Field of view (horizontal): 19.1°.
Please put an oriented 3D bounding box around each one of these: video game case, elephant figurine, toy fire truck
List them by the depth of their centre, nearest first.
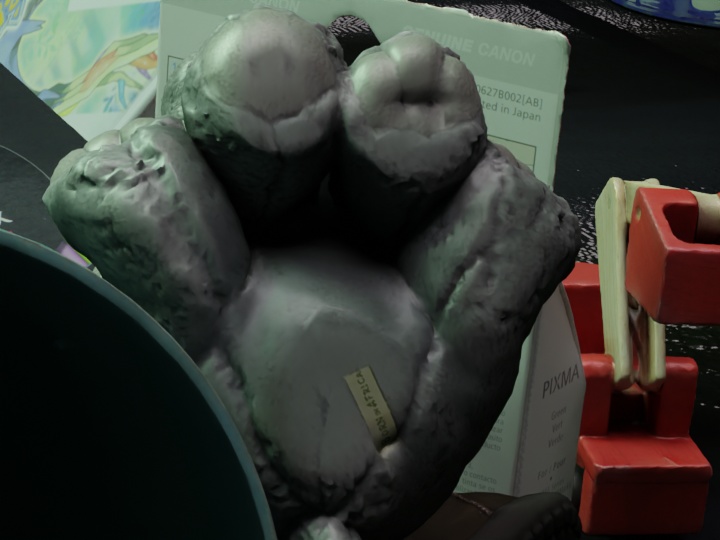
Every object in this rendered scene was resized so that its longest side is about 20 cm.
[{"bbox_3d":[-0.025,0.013,0.605,0.141,0.155,0.200,43,-17,-5],"label":"elephant figurine"},{"bbox_3d":[0.099,0.019,0.790,0.049,0.142,0.200,1,20,-10],"label":"toy fire truck"},{"bbox_3d":[-0.136,-0.070,0.867,0.022,0.200,0.183,29,22,-36],"label":"video game case"}]

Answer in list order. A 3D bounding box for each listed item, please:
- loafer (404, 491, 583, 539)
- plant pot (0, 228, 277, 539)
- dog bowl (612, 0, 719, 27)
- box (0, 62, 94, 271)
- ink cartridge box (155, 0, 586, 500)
[{"bbox_3d":[-0.004,0.114,0.621,0.071,0.073,0.200,5,11,31],"label":"loafer"},{"bbox_3d":[-0.142,0.077,0.501,0.200,0.201,0.161,-6,10,-28],"label":"plant pot"},{"bbox_3d":[0.294,-0.252,1.711,0.199,0.079,0.200,5,19,-2],"label":"dog bowl"},{"bbox_3d":[-0.153,0.004,0.726,0.122,0.106,0.200,-22,51,-42],"label":"box"},{"bbox_3d":[0.000,0.000,0.730,0.160,0.201,0.050,16,20,28],"label":"ink cartridge box"}]
